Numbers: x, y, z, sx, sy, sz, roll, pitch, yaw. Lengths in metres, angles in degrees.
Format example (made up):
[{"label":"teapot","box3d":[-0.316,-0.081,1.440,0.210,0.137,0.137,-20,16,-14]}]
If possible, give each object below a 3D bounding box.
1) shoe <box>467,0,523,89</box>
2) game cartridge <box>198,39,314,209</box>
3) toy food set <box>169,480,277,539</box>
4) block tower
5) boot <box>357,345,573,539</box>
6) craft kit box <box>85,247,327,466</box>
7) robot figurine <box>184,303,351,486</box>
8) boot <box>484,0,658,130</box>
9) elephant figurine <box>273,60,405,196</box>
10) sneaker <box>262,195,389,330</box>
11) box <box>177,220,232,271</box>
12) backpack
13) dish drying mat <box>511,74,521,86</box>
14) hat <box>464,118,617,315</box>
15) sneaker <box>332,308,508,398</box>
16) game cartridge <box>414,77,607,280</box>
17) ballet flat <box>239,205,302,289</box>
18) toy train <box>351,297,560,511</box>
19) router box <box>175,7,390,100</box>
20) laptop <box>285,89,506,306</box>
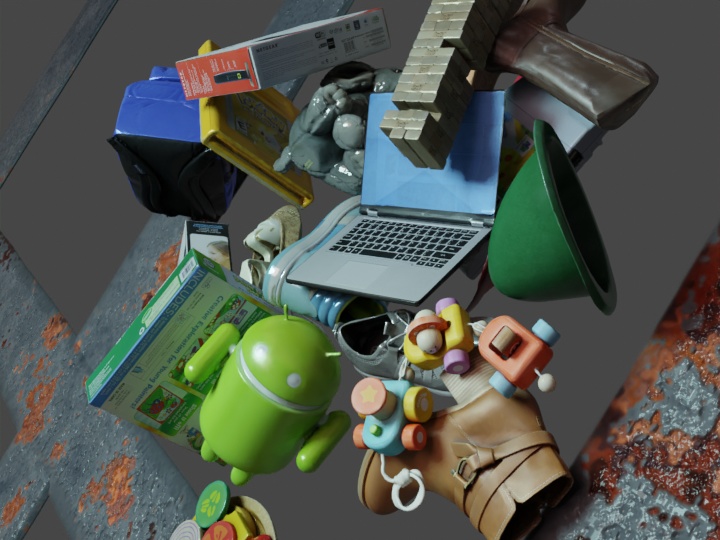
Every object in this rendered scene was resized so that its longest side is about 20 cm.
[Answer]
[{"label":"shoe","box3d":[0.130,-0.235,1.158,0.053,0.070,0.202,8,72,43]},{"label":"game cartridge","box3d":[-0.137,-0.194,1.360,0.032,0.175,0.202,-36,40,26]},{"label":"toy food set","box3d":[-0.161,0.333,1.096,0.201,0.048,0.198,-55,35,5]},{"label":"block tower","box3d":[0.083,-0.200,1.005,0.053,0.058,0.202,9,68,38]},{"label":"boot","box3d":[0.085,0.184,0.898,0.201,0.073,0.155,-55,44,22]},{"label":"craft kit box","box3d":[-0.167,0.102,1.153,0.200,0.197,0.049,-49,33,11]},{"label":"robot figurine","box3d":[-0.095,0.132,1.090,0.201,0.175,0.116,-56,-8,28]},{"label":"boot","box3d":[0.231,-0.221,1.031,0.186,0.065,0.199,-38,47,-23]},{"label":"elephant figurine","box3d":[0.015,-0.189,1.229,0.200,0.154,0.142,-51,-17,-36]},{"label":"sneaker","box3d":[0.000,0.000,1.131,0.130,0.080,0.200,28,47,23]},{"label":"box","box3d":[-0.197,0.046,1.309,0.202,0.059,0.118,-101,22,-45]},{"label":"backpack","box3d":[-0.241,-0.174,1.460,0.160,0.201,0.170,10,58,7]},{"label":"dish drying mat","box3d":[0.145,-0.115,1.095,0.077,0.018,0.202,27,84,51]},{"label":"hat","box3d":[0.115,-0.009,0.902,0.174,0.201,0.167,-20,32,21]},{"label":"sneaker","box3d":[0.056,0.075,0.996,0.198,0.082,0.076,-10,56,39]},{"label":"game cartridge","box3d":[0.142,-0.102,1.050,0.200,0.040,0.134,-49,41,7]},{"label":"ballet flat","box3d":[-0.116,-0.011,1.290,0.070,0.065,0.202,-27,45,35]},{"label":"toy train","box3d":[0.067,0.095,0.874,0.200,0.055,0.150,-48,40,6]},{"label":"router box","box3d":[-0.094,-0.259,1.244,0.199,0.050,0.178,-26,18,-33]},{"label":"laptop","box3d":[0.031,-0.078,1.019,0.186,0.117,0.200,8,40,45]}]
